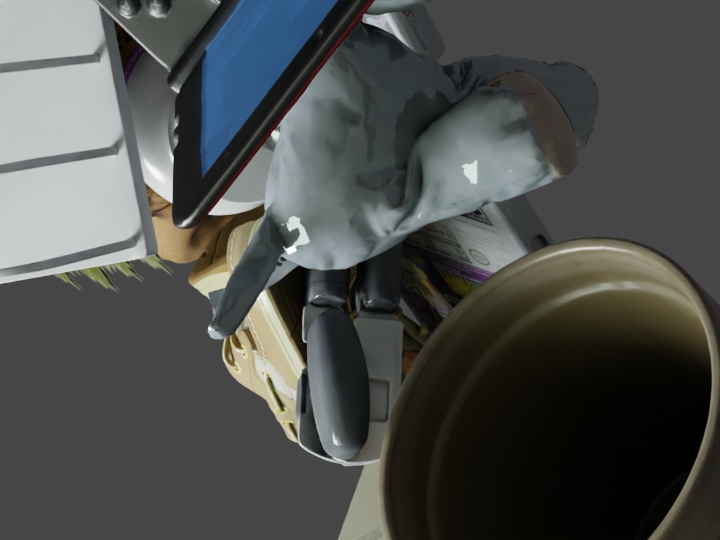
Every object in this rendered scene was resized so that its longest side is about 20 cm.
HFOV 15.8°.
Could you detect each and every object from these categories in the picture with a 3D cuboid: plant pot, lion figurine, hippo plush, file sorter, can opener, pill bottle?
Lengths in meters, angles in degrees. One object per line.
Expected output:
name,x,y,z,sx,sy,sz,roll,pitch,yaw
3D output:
plant pot,0.136,0.112,1.284,0.173,0.201,0.200,37,173,-41
lion figurine,-0.108,-0.050,1.566,0.072,0.123,0.200,35,162,31
hippo plush,-0.008,-0.093,1.150,0.159,0.199,0.162,-113,-1,-82
file sorter,-0.203,-0.088,1.252,0.124,0.138,0.202,-20,-80,-67
can opener,0.000,0.000,1.322,0.053,0.202,0.067,6,163,-10
pill bottle,-0.084,-0.089,1.379,0.104,0.104,0.200,50,175,-20

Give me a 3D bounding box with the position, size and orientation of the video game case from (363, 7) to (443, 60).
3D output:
video game case,-0.062,-0.189,1.251,0.200,0.023,0.183,27,157,47

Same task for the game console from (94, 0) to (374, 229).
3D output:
game console,-0.051,-0.151,0.984,0.172,0.200,0.119,43,-154,7

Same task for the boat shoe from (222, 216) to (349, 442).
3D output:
boat shoe,-0.040,0.042,1.402,0.066,0.074,0.200,-2,143,20

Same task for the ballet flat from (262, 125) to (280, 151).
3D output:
ballet flat,-0.070,-0.121,1.243,0.200,0.066,0.057,47,-166,3

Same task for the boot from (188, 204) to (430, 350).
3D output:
boot,0.001,0.024,1.491,0.155,0.073,0.200,42,154,-16

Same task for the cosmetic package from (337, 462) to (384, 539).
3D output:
cosmetic package,0.053,0.147,1.528,0.071,0.200,0.105,-31,112,30

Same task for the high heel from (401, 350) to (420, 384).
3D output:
high heel,0.115,0.097,1.442,0.200,0.072,0.142,37,160,-26

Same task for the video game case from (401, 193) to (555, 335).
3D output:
video game case,0.058,-0.008,1.442,0.200,0.023,0.183,21,151,54
